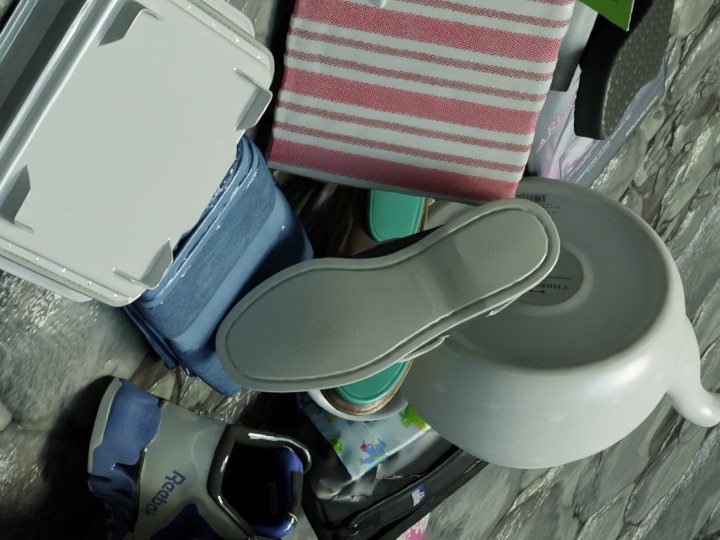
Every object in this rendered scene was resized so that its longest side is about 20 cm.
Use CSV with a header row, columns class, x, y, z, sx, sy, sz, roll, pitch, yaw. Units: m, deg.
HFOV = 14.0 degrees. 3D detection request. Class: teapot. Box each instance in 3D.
class,x,y,z,sx,sy,sz,roll,pitch,yaw
teapot,0.097,0.050,1.787,0.197,0.200,0.146,-36,149,-32

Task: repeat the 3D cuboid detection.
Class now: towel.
class,x,y,z,sx,sy,sz,roll,pitch,yaw
towel,-0.083,-0.006,1.614,0.112,0.048,0.200,-53,159,-9
towel,0.032,-0.118,1.592,0.030,0.146,0.200,-81,-176,-46

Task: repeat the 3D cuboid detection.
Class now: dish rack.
class,x,y,z,sx,sy,sz,roll,pitch,yaw
dish rack,-0.117,-0.065,1.416,0.172,0.044,0.200,-59,153,0

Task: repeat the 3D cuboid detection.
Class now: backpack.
class,x,y,z,sx,sy,sz,roll,pitch,yaw
backpack,0.039,0.085,1.916,0.200,0.154,0.163,-27,155,-3

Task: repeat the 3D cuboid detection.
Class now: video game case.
class,x,y,z,sx,sy,sz,roll,pitch,yaw
video game case,0.143,-0.109,1.832,0.143,0.019,0.200,-51,162,-15

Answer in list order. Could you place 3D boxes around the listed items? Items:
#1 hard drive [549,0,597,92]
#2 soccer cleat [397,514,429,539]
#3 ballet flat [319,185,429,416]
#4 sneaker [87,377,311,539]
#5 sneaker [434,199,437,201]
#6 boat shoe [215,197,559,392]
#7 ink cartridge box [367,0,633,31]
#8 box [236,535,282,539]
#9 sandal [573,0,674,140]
class,x,y,z,sx,sy,sz,roll,pitch,yaw
hard drive,0.076,-0.201,1.565,0.033,0.139,0.200,-82,-171,-55
soccer cleat,0.025,0.138,2.042,0.200,0.070,0.087,-51,152,-62
ballet flat,0.000,0.000,1.713,0.072,0.068,0.200,-35,-137,57
sneaker,-0.086,0.137,1.698,0.199,0.115,0.081,78,29,-64
sneaker,0.083,-0.129,1.806,0.083,0.071,0.200,-62,170,-50
boat shoe,0.015,0.016,1.633,0.200,0.074,0.060,-26,173,-6
ink cartridge box,0.036,-0.192,1.383,0.076,0.200,0.148,-43,156,-32
box,-0.113,0.193,1.673,0.200,0.193,0.048,24,58,-69
sandal,0.145,-0.136,1.685,0.200,0.048,0.075,-48,148,-62
